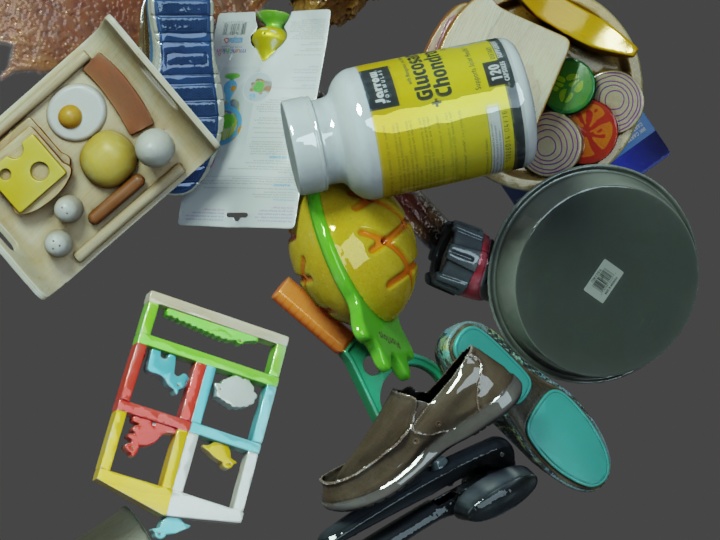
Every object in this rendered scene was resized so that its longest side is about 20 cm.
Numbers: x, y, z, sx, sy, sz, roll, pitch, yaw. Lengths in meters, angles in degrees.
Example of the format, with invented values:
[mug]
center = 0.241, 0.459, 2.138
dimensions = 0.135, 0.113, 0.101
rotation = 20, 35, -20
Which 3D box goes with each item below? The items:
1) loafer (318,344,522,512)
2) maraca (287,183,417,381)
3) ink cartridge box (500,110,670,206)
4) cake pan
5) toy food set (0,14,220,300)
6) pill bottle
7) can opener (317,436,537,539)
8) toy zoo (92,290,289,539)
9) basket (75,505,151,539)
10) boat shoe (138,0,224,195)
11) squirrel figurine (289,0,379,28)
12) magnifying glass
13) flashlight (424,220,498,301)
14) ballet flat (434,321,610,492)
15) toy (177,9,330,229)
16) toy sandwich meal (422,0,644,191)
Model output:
[loafer]
center = 0.041, 0.132, 1.619
dimensions = 0.200, 0.073, 0.071
rotation = -36, 99, -1
[maraca]
center = 0.000, 0.000, 1.626
dimensions = 0.107, 0.137, 0.200
rotation = -26, 69, 20
[ink cartridge box]
center = 0.191, -0.124, 1.756
dimensions = 0.136, 0.076, 0.200
rotation = -35, 93, -23
[cake pan]
center = 0.213, 0.007, 1.674
dimensions = 0.200, 0.037, 0.200
rotation = -2, 101, -13
[toy food set]
center = -0.235, -0.093, 1.565
dimensions = 0.200, 0.060, 0.144
rotation = -40, 94, 3
[pill bottle]
center = 0.039, -0.122, 1.568
dimensions = 0.200, 0.112, 0.112
rotation = -12, 82, -5
[can opener]
center = 0.053, 0.202, 1.641
dimensions = 0.200, 0.079, 0.063
rotation = -21, 94, -14
[toy zoo]
center = -0.146, 0.131, 1.602
dimensions = 0.131, 0.020, 0.200
rotation = 20, 72, -15
[basket]
center = -0.240, 0.305, 1.471
dimensions = 0.200, 0.136, 0.180
rotation = -22, 92, -20
[boat shoe]
center = -0.158, -0.166, 1.631
dimensions = 0.072, 0.072, 0.200
rotation = 3, 96, -18
[squirrel figurine]
center = -0.029, -0.311, 1.663
dimensions = 0.187, 0.141, 0.200
rotation = -44, 120, -49
[magnifying glass]
center = 0.004, 0.079, 1.670
dimensions = 0.200, 0.022, 0.080
rotation = 40, 68, -7
[flashlight]
center = 0.161, 0.016, 1.712
dimensions = 0.200, 0.068, 0.068
rotation = 20, 111, -11
[ballet flat]
center = 0.143, 0.121, 1.688
dimensions = 0.200, 0.074, 0.074
rotation = 48, 67, -10
[toy]
center = -0.085, -0.129, 1.654
dimensions = 0.047, 0.115, 0.200
rotation = 29, 66, -61
[toy sandwich meal]
center = 0.154, -0.166, 1.662
dimensions = 0.205, 0.070, 0.205
rotation = 0, 91, -1
